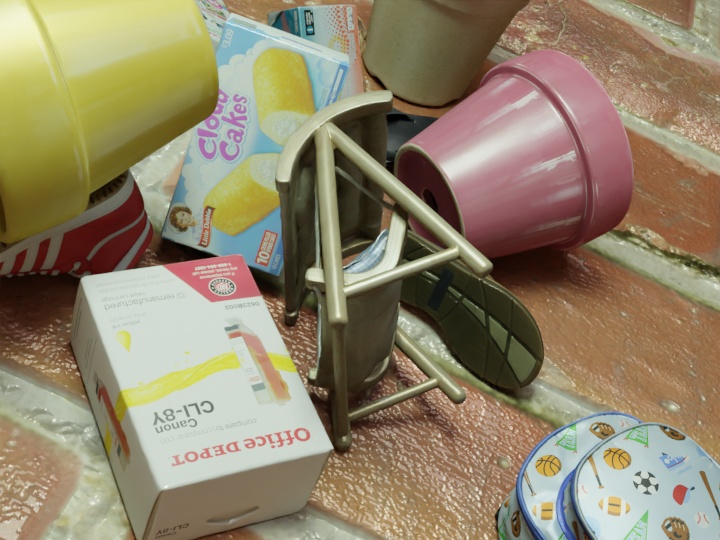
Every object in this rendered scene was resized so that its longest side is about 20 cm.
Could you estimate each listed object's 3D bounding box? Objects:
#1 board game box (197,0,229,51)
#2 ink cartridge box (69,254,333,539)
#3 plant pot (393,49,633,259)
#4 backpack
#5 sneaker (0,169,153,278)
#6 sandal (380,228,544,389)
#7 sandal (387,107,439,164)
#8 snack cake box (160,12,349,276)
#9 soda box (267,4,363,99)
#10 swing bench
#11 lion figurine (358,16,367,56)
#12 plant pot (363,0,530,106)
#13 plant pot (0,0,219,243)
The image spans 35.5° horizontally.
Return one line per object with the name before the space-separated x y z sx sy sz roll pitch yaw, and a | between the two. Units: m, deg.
board game box | -0.209 -0.273 1.149 0.147 0.064 0.201 19 29 -37
ink cartridge box | -0.128 0.095 0.878 0.144 0.084 0.201 -8 53 -30
plant pot | 0.139 -0.096 1.115 0.178 0.201 0.201 -25 61 -21
backpack | 0.206 0.209 0.882 0.199 0.155 0.190 -22 50 -34
sneaker | -0.270 -0.018 0.946 0.198 0.113 0.072 -21 56 -1
sandal | 0.094 0.029 1.060 0.199 0.082 0.054 36 23 21
sandal | 0.028 -0.141 1.176 0.198 0.043 0.077 -3 84 -26
snack cake box | -0.094 -0.111 1.000 0.114 0.202 0.067 17 18 -8
soda box | -0.038 -0.148 1.075 0.068 0.203 0.063 -10 9 -33
swing bench | 0.000 0.000 0.923 0.128 0.200 0.201 -19 56 -13
lion figurine | -0.054 -0.218 1.152 0.072 0.123 0.200 31 11 11
plant pot | 0.090 -0.297 1.271 0.198 0.184 0.202 12 45 -12
plant pot | -0.217 -0.147 0.844 0.187 0.202 0.201 -24 60 -23
